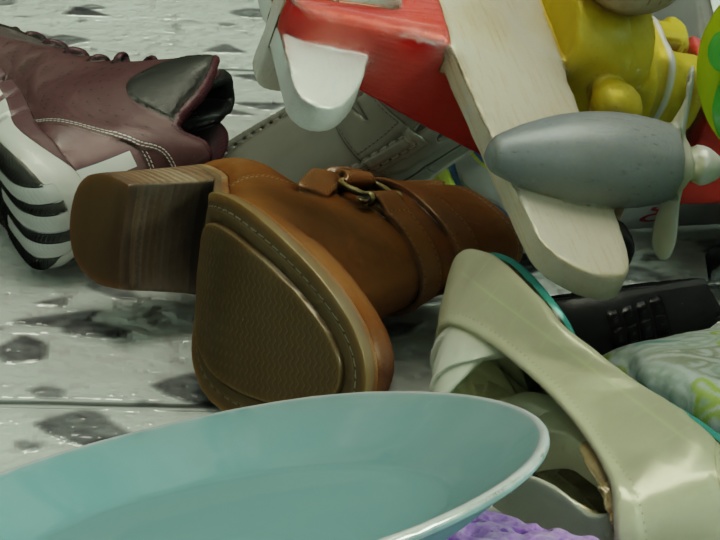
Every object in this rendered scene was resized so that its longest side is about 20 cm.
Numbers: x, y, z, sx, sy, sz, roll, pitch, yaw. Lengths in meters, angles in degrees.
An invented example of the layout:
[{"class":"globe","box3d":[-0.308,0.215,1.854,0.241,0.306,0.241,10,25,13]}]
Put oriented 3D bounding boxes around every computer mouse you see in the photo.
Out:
[{"class":"computer mouse","box3d":[0.135,0.017,1.058,0.199,0.034,0.059,-9,1,-31]}]

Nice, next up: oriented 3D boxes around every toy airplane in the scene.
[{"class":"toy airplane","box3d":[0.059,-0.090,1.005,0.200,0.141,0.199,49,29,6]}]

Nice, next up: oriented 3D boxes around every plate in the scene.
[{"class":"plate","box3d":[-0.040,0.074,0.814,0.199,0.026,0.200,-10,10,2]}]

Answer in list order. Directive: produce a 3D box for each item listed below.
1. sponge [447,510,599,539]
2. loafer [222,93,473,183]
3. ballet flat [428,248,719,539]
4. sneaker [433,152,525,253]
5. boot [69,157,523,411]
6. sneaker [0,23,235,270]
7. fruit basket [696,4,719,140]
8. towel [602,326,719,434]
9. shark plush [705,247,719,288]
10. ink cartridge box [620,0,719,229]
[{"class":"sponge","box3d":[0.031,0.115,0.744,0.111,0.030,0.200,12,20,24]},{"class":"loafer","box3d":[0.019,-0.073,1.151,0.199,0.070,0.070,-24,48,11]},{"class":"ballet flat","box3d":[0.059,0.049,0.910,0.069,0.070,0.200,-5,21,-24]},{"class":"sneaker","box3d":[0.053,-0.077,1.218,0.075,0.106,0.200,-4,19,-21]},{"class":"boot","box3d":[0.000,0.000,1.035,0.154,0.074,0.200,-1,23,-33]},{"class":"sneaker","box3d":[-0.116,-0.070,1.188,0.115,0.076,0.200,-20,34,-15]},{"class":"fruit basket","box3d":[0.193,-0.056,0.872,0.154,0.217,0.216,7,18,16]},{"class":"towel","box3d":[0.196,0.056,0.929,0.170,0.049,0.200,-5,19,-26]},{"class":"shark plush","box3d":[0.245,-0.015,1.135,0.198,0.091,0.084,5,48,-13]},{"class":"ink cartridge box","box3d":[0.208,-0.081,1.194,0.199,0.084,0.145,-3,-17,-19]}]
